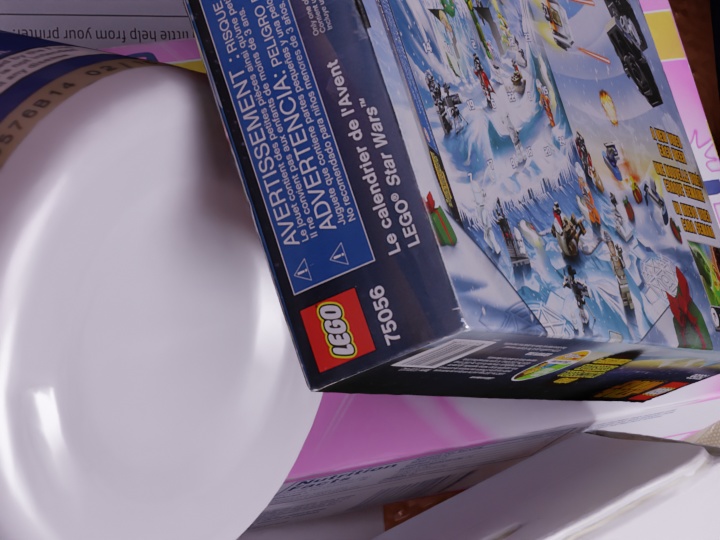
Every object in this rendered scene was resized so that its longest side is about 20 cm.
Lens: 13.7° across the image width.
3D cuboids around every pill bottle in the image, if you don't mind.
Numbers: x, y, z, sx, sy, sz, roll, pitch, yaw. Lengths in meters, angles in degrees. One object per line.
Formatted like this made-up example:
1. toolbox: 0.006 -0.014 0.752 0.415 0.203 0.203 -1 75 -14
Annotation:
1. pill bottle: -0.112 -0.005 0.672 0.111 0.199 0.112 -20 117 -47

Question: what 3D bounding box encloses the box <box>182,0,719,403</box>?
1. box: 0.025 -0.041 0.675 0.200 0.040 0.138 8 62 -65

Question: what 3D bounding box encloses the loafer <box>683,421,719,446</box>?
1. loafer: 0.110 0.051 0.886 0.200 0.076 0.068 -38 103 -17

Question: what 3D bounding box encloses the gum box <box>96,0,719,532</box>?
1. gum box: 0.000 0.000 0.775 0.199 0.066 0.114 -9 75 -30

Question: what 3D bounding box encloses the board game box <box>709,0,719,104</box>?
1. board game box: 0.166 -0.090 0.907 0.135 0.035 0.201 20 49 -26

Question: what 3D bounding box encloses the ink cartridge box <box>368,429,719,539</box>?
1. ink cartridge box: 0.049 0.157 0.714 0.145 0.087 0.201 -26 101 -19

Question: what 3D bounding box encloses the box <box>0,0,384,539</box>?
1. box: -0.073 0.016 0.806 0.155 0.041 0.201 -1 85 -29
